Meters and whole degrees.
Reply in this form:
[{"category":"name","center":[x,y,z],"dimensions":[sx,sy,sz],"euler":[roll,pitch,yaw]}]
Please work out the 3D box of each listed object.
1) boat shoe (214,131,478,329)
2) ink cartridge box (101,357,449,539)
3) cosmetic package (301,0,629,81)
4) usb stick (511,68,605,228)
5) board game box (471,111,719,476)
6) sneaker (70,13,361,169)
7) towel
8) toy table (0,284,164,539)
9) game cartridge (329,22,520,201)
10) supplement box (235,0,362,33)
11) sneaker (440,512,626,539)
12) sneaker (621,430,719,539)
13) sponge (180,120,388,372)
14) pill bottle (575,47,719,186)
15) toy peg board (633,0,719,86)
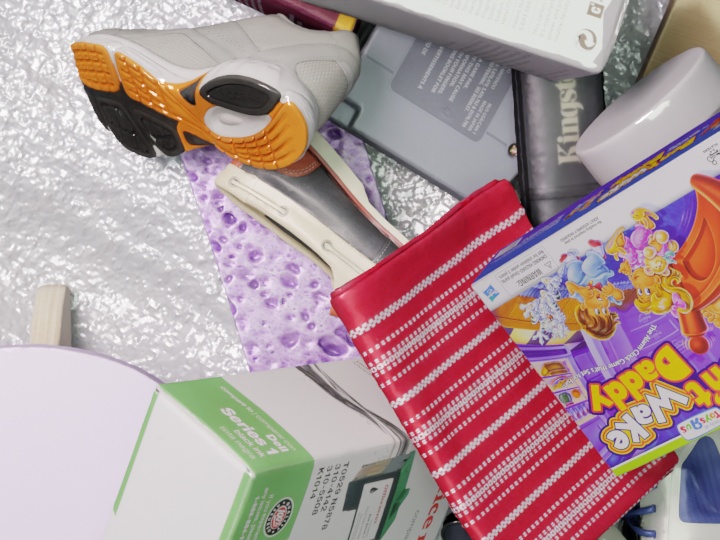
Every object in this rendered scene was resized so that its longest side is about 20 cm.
[{"category":"boat shoe","center":[0.000,0.000,0.870],"dimensions":[0.063,0.071,0.200],"euler":[-41,88,-13]},{"category":"ink cartridge box","center":[-0.039,0.133,0.822],"dimensions":[0.084,0.199,0.147],"euler":[35,114,33]},{"category":"cosmetic package","center":[0.036,-0.165,0.802],"dimensions":[0.199,0.102,0.074],"euler":[18,92,-8]},{"category":"usb stick","center":[0.118,-0.090,0.883],"dimensions":[0.055,0.033,0.201],"euler":[-4,96,6]},{"category":"board game box","center":[0.174,0.007,0.761],"dimensions":[0.200,0.045,0.135],"euler":[-34,97,37]},{"category":"sneaker","center":[-0.082,-0.114,0.874],"dimensions":[0.092,0.199,0.076],"euler":[-43,134,-35]},{"category":"towel","center":[0.083,0.062,0.827],"dimensions":[0.144,0.022,0.201],"euler":[-33,92,-32]},{"category":"toy table","center":[-0.189,0.102,0.876],"dimensions":[0.199,0.117,0.185],"euler":[10,91,-3]},{"category":"game cartridge","center":[0.079,-0.147,0.905],"dimensions":[0.133,0.040,0.201],"euler":[31,88,-11]},{"category":"supplement box","center":[-0.074,-0.224,0.886],"dimensions":[0.199,0.086,0.111],"euler":[24,91,-2]},{"category":"sneaker","center":[0.100,0.158,0.910],"dimensions":[0.084,0.075,0.200],"euler":[-41,82,-2]},{"category":"sneaker","center":[0.182,0.114,0.905],"dimensions":[0.199,0.081,0.115],"euler":[37,88,-4]},{"category":"sponge","center":[-0.034,-0.012,0.920],"dimensions":[0.111,0.030,0.201],"euler":[-18,92,-2]},{"category":"pill bottle","center":[0.215,-0.018,0.831],"dimensions":[0.120,0.120,0.200],"euler":[-41,99,0]},{"category":"toy peg board","center":[0.276,-0.130,0.908],"dimensions":[0.199,0.098,0.200],"euler":[21,106,-1]}]
